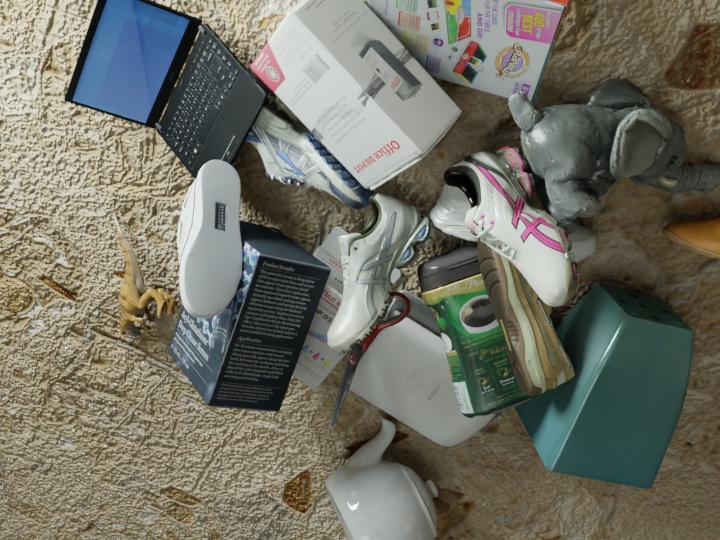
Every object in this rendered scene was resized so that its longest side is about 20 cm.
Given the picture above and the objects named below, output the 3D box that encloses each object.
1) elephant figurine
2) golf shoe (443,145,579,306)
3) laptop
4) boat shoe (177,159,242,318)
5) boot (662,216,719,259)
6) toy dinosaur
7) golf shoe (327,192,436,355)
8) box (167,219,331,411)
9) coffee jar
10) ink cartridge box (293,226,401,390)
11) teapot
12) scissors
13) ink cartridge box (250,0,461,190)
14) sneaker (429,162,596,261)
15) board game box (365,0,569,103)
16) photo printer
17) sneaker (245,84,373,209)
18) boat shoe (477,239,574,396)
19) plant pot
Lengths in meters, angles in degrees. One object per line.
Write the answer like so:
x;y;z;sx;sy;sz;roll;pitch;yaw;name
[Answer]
0.281;-0.137;0.872;0.199;0.155;0.142;-24;69;6;elephant figurine
0.157;-0.041;0.860;0.092;0.200;0.073;-15;148;-13;golf shoe
-0.236;-0.206;0.971;0.200;0.103;0.177;50;131;15;laptop
-0.185;-0.033;0.957;0.072;0.201;0.066;12;153;-33;boat shoe
0.447;-0.078;0.884;0.200;0.071;0.145;12;114;6;boot
-0.321;0.029;1.166;0.106;0.060;0.201;16;121;9;toy dinosaur
0.000;0.000;0.976;0.097;0.078;0.200;33;83;-21;golf shoe
-0.145;0.053;1.026;0.107;0.148;0.201;13;103;-36;box
0.142;0.070;0.995;0.104;0.085;0.201;-17;88;-9;coffee jar
-0.048;0.053;1.093;0.115;0.068;0.200;36;121;-5;ink cartridge box
0.049;0.356;1.185;0.146;0.198;0.200;-24;138;-11;teapot
-0.010;0.098;1.032;0.073;0.014;0.200;33;93;4;scissors
-0.007;-0.200;0.899;0.200;0.085;0.146;47;156;-10;ink cartridge box
0.185;-0.071;0.954;0.199;0.078;0.100;16;118;6;sneaker
0.105;-0.261;0.851;0.199;0.040;0.153;18;154;6;board game box
0.097;0.140;1.097;0.200;0.069;0.167;32;121;-2;photo printer
-0.071;-0.138;1.000;0.200;0.077;0.085;41;126;3;sneaker
0.193;0.038;0.929;0.076;0.072;0.201;-18;98;-5;boat shoe
0.302;0.129;0.977;0.141;0.141;0.201;14;112;-14;plant pot
